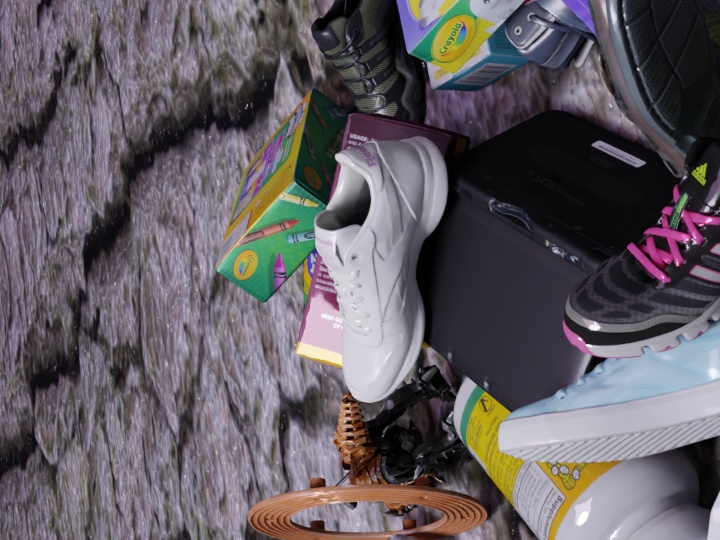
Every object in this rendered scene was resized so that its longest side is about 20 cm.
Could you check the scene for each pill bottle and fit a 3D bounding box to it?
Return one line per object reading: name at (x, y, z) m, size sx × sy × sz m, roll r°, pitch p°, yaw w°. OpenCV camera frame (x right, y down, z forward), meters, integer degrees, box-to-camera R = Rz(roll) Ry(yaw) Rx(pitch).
pill bottle at (0.159, 0.141, 0.806) m, size 0.200 × 0.113 × 0.113 m, roll 51°, pitch 133°, yaw 44°

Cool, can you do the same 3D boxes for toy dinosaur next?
toy dinosaur at (0.031, 0.154, 0.983) m, size 0.102 × 0.136 × 0.200 m, roll 58°, pitch -178°, yaw 15°

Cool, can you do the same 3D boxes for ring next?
ring at (0.006, 0.202, 0.981) m, size 0.200 × 0.200 × 0.019 m, roll -39°, pitch 47°, yaw 52°

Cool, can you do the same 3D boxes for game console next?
game console at (0.138, -0.007, 0.823) m, size 0.200 × 0.176 × 0.117 m, roll 38°, pitch 150°, yaw 50°

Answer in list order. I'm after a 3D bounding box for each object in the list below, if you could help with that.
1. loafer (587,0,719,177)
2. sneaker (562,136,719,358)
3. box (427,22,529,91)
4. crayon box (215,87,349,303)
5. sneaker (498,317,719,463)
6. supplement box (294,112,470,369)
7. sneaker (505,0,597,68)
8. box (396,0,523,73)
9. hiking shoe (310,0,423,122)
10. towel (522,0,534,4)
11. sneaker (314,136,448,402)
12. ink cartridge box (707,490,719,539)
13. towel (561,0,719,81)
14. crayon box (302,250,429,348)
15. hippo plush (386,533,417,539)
loafer at (0.175, -0.106, 0.690) m, size 0.063 × 0.200 × 0.072 m, roll 16°, pitch 69°, yaw 48°
sneaker at (0.195, -0.028, 0.661) m, size 0.087 × 0.200 × 0.074 m, roll 57°, pitch -177°, yaw -35°
box at (0.083, -0.255, 0.956) m, size 0.082 × 0.049 × 0.200 m, roll -22°, pitch 74°, yaw 56°
crayon box at (-0.065, -0.075, 1.085) m, size 0.119 × 0.058 × 0.200 m, roll -46°, pitch 19°, yaw 26°
sneaker at (0.176, 0.063, 0.707) m, size 0.200 × 0.074 × 0.082 m, roll -16°, pitch 63°, yaw 18°
supplement box at (0.021, -0.023, 0.956) m, size 0.086 × 0.110 × 0.200 m, roll 15°, pitch 99°, yaw 12°
sneaker at (0.176, -0.181, 0.775) m, size 0.146 × 0.077 × 0.202 m, roll -59°, pitch 35°, yaw 26°
box at (0.098, -0.238, 0.768) m, size 0.200 × 0.048 × 0.117 m, roll -42°, pitch 43°, yaw 37°
hiking shoe at (-0.003, -0.191, 1.050) m, size 0.076 × 0.101 × 0.200 m, roll 3°, pitch 95°, yaw 58°
towel at (0.159, -0.279, 0.756) m, size 0.145 × 0.022 × 0.200 m, roll -9°, pitch 68°, yaw 56°
sneaker at (0.000, 0.000, 0.846) m, size 0.075 × 0.100 × 0.200 m, roll 24°, pitch 112°, yaw 48°
ink cartridge box at (0.279, 0.133, 0.657) m, size 0.160 × 0.047 × 0.200 m, roll 14°, pitch 102°, yaw 50°
towel at (0.188, -0.153, 0.685) m, size 0.144 × 0.200 × 0.023 m, roll 0°, pitch 56°, yaw 53°
crayon box at (0.015, 0.001, 1.083) m, size 0.200 × 0.052 × 0.126 m, roll 11°, pitch 101°, yaw 57°
hippo plush at (0.056, 0.320, 0.968) m, size 0.161 × 0.200 × 0.159 m, roll 22°, pitch 73°, yaw 32°
